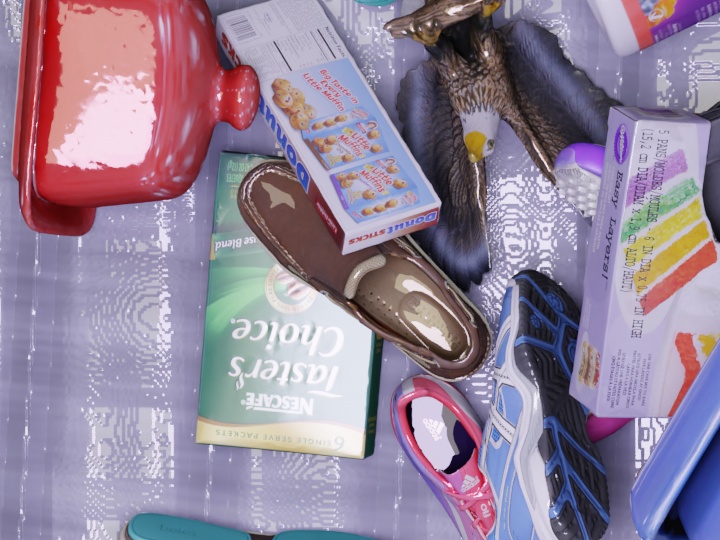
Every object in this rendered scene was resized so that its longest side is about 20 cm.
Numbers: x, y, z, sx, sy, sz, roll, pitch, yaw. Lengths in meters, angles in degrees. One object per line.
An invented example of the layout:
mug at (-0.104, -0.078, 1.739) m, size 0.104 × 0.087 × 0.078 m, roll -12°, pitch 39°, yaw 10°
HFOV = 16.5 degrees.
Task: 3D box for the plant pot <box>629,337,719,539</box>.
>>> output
plant pot at (0.284, 0.120, 1.459) m, size 0.179 × 0.200 × 0.201 m, roll 33°, pitch 99°, yaw 25°

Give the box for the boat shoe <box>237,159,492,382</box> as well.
boat shoe at (0.004, -0.005, 1.620) m, size 0.202 × 0.075 × 0.075 m, roll 35°, pitch 93°, yaw 4°

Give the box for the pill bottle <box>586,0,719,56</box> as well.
pill bottle at (0.233, -0.229, 1.608) m, size 0.199 × 0.111 × 0.112 m, roll -26°, pitch 86°, yaw 5°

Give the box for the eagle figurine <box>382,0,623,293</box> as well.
eagle figurine at (0.087, -0.101, 1.637) m, size 0.151 × 0.201 × 0.151 m, roll 14°, pitch 51°, yaw 42°

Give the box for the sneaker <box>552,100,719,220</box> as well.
sneaker at (0.218, -0.068, 1.612) m, size 0.199 × 0.069 × 0.100 m, roll 16°, pitch 82°, yaw -22°

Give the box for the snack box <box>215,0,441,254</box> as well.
snack box at (-0.023, -0.101, 1.638) m, size 0.072 × 0.024 × 0.200 m, roll -17°, pitch 58°, yaw -21°

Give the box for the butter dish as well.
butter dish at (-0.139, -0.119, 1.624) m, size 0.147 × 0.199 × 0.201 m, roll 5°, pitch 90°, yaw 7°

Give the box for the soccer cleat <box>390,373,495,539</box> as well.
soccer cleat at (0.085, 0.156, 1.648) m, size 0.067 × 0.076 × 0.200 m, roll -35°, pitch 84°, yaw 7°

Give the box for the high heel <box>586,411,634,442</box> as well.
high heel at (0.210, 0.084, 1.643) m, size 0.200 × 0.068 × 0.096 m, roll -37°, pitch 111°, yaw 20°

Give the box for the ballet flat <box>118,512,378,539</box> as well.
ballet flat at (-0.067, 0.207, 1.685) m, size 0.199 × 0.069 × 0.070 m, roll 8°, pitch 91°, yaw 11°

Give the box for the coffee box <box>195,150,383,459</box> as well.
coffee box at (-0.043, 0.024, 1.685) m, size 0.122 × 0.044 × 0.201 m, roll 6°, pitch 91°, yaw 8°

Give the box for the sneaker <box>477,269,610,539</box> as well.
sneaker at (0.106, 0.092, 1.602) m, size 0.077 × 0.076 × 0.201 m, roll -29°, pitch 50°, yaw 40°

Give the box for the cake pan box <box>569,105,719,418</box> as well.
cake pan box at (0.235, -0.006, 1.554) m, size 0.183 × 0.052 × 0.201 m, roll 3°, pitch 104°, yaw -18°

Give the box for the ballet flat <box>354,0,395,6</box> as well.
ballet flat at (0.041, -0.271, 1.660) m, size 0.067 × 0.070 × 0.201 m, roll 25°, pitch 93°, yaw 9°
